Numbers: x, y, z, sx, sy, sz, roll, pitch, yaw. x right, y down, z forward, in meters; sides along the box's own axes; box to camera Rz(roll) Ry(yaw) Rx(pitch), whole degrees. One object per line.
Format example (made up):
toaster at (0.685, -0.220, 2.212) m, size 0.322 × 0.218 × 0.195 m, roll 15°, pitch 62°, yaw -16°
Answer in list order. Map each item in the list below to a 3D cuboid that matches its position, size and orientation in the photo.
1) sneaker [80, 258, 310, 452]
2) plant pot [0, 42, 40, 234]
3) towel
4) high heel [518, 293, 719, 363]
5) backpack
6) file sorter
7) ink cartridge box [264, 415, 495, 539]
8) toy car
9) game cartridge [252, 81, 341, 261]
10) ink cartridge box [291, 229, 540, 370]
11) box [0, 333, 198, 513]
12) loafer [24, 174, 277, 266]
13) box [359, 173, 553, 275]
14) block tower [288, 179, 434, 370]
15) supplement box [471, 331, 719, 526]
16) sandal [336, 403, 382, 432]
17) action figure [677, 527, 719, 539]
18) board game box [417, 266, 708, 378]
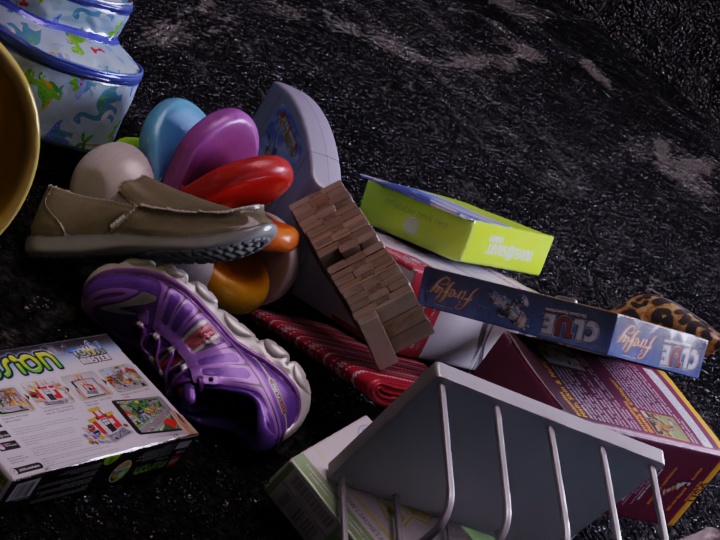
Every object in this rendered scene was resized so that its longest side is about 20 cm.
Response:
sneaker at (-0.132, 0.065, 1.329) m, size 0.200 × 0.081 × 0.083 m, roll 32°, pitch 41°, yaw 8°
plant pot at (-0.348, -0.116, 1.237) m, size 0.200 × 0.201 × 0.189 m, roll 21°, pitch 12°, yaw -33°
towel at (0.008, 0.081, 1.480) m, size 0.144 × 0.023 × 0.200 m, roll 16°, pitch 7°, yaw -38°
high heel at (0.204, 0.083, 1.511) m, size 0.200 × 0.072 × 0.143 m, roll 6°, pitch 38°, yaw 45°
backpack at (-0.285, -0.201, 1.516) m, size 0.183 × 0.147 × 0.200 m, roll 9°, pitch 28°, yaw -47°
file sorter at (0.098, 0.178, 1.213) m, size 0.200 × 0.139 × 0.125 m, roll 23°, pitch 42°, yaw -25°
ink cartridge box at (0.038, 0.175, 1.318) m, size 0.146 × 0.048 × 0.200 m, roll 49°, pitch 37°, yaw 12°
toy car at (-0.131, -0.064, 1.481) m, size 0.200 × 0.150 × 0.175 m, roll 46°, pitch 25°, yaw 25°
game cartridge at (-0.074, -0.090, 1.640) m, size 0.041 × 0.133 × 0.200 m, roll 15°, pitch 28°, yaw -25°
ink cartridge box at (0.061, 0.028, 1.617) m, size 0.200 × 0.083 × 0.147 m, roll 15°, pitch 11°, yaw -42°
box at (-0.209, 0.100, 1.190) m, size 0.110 × 0.035 × 0.200 m, roll 44°, pitch 23°, yaw 20°
loafer at (-0.164, -0.043, 1.361) m, size 0.199 × 0.070 × 0.075 m, roll -1°, pitch -8°, yaw 5°
box at (0.088, -0.042, 1.670) m, size 0.122 × 0.048 × 0.200 m, roll 23°, pitch 7°, yaw 30°
block tower at (0.000, 0.000, 1.469) m, size 0.054 × 0.058 × 0.200 m, roll 64°, pitch -2°, yaw -37°
supplement box at (0.187, 0.130, 1.415) m, size 0.200 × 0.086 × 0.110 m, roll 15°, pitch 29°, yaw -39°
sandal at (0.016, 0.159, 1.384) m, size 0.075 × 0.045 × 0.200 m, roll 31°, pitch 22°, yaw -8°
action figure at (0.237, 0.278, 1.316) m, size 0.104 × 0.194 × 0.200 m, roll 8°, pitch 65°, yaw -5°
board game box at (0.163, 0.042, 1.432) m, size 0.200 × 0.035 × 0.135 m, roll 15°, pitch 0°, yaw 43°
